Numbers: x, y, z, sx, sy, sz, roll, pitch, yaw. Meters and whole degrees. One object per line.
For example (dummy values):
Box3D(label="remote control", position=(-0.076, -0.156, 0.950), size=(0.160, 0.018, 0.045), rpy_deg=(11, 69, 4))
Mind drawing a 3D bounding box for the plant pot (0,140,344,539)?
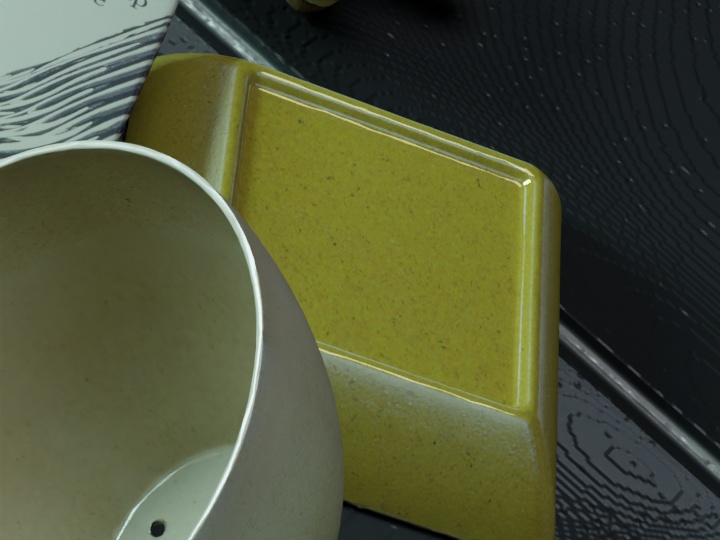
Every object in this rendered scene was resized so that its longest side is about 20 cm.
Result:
Box3D(label="plant pot", position=(-0.083, 0.075, 0.970), size=(0.134, 0.200, 0.200), rpy_deg=(41, 29, -48))

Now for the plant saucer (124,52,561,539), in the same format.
Box3D(label="plant saucer", position=(0.000, 0.000, 1.164), size=(0.200, 0.048, 0.200), rpy_deg=(19, 46, -15))

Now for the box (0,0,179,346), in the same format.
Box3D(label="box", position=(-0.137, -0.050, 1.110), size=(0.082, 0.068, 0.200), rpy_deg=(26, 45, -9))

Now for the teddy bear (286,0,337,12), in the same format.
Box3D(label="teddy bear", position=(-0.004, -0.176, 1.314), size=(0.145, 0.067, 0.200), rpy_deg=(25, 37, -23))
